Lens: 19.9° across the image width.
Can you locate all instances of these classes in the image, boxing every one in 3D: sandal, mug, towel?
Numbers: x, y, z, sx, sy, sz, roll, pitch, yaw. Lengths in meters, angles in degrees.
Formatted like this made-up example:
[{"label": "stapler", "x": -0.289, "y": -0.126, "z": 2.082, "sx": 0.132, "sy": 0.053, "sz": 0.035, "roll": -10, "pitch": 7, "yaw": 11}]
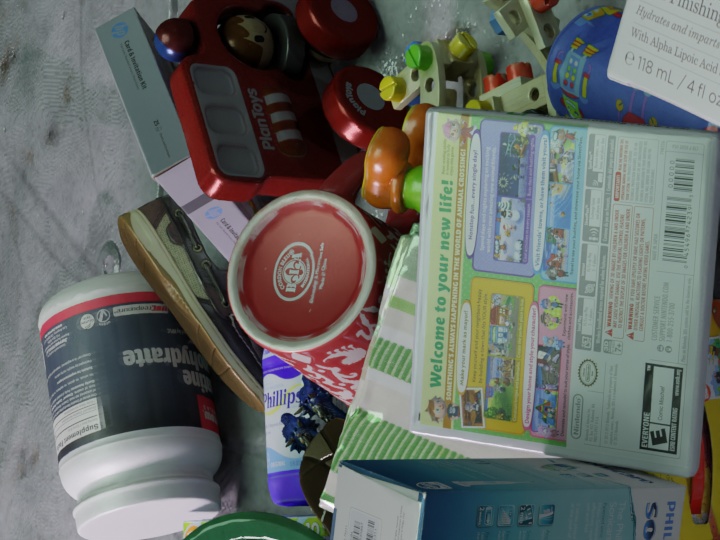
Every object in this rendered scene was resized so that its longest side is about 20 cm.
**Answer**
[{"label": "sandal", "x": 0.012, "y": 0.185, "z": 1.398, "sx": 0.082, "sy": 0.054, "sz": 0.201, "roll": -45, "pitch": 41, "yaw": 15}, {"label": "mug", "x": -0.009, "y": 0.008, "z": 1.403, "sx": 0.133, "sy": 0.200, "sz": 0.179, "roll": -28, "pitch": 66, "yaw": 14}, {"label": "towel", "x": 0.066, "y": 0.088, "z": 1.287, "sx": 0.151, "sy": 0.023, "sz": 0.202, "roll": 23, "pitch": 109, "yaw": 15}]

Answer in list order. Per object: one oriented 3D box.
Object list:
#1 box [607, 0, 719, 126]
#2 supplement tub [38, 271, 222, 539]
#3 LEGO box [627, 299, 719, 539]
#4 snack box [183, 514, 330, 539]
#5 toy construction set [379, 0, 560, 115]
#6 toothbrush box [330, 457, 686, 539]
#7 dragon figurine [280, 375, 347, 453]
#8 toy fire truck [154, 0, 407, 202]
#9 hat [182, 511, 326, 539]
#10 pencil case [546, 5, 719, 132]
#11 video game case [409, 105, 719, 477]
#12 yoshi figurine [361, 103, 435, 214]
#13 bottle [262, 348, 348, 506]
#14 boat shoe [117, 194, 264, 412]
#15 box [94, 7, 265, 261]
[{"label": "box", "x": 0.272, "y": -0.124, "z": 1.060, "sx": 0.199, "sy": 0.199, "sz": 0.132, "roll": 34, "pitch": 115, "yaw": 50}, {"label": "supplement tub", "x": -0.193, "y": 0.115, "z": 1.739, "sx": 0.140, "sy": 0.139, "sz": 0.202, "roll": -34, "pitch": 61, "yaw": 48}, {"label": "LEGO box", "x": 0.162, "y": 0.124, "z": 1.297, "sx": 0.148, "sy": 0.077, "sz": 0.202, "roll": -10, "pitch": 79, "yaw": 54}, {"label": "snack box", "x": -0.067, "y": 0.266, "z": 1.626, "sx": 0.199, "sy": 0.053, "sz": 0.144, "roll": -12, "pitch": 77, "yaw": 52}, {"label": "toy construction set", "x": 0.093, "y": -0.130, "z": 1.413, "sx": 0.200, "sy": 0.091, "sz": 0.132, "roll": 144, "pitch": 122, "yaw": -60}, {"label": "toothbrush box", "x": 0.081, "y": 0.185, "z": 1.170, "sx": 0.085, "sy": 0.198, "sz": 0.148, "roll": 14, "pitch": 100, "yaw": 54}, {"label": "dragon figurine", "x": 0.014, "y": 0.154, "z": 1.482, "sx": 0.201, "sy": 0.099, "sz": 0.059, "roll": 57, "pitch": 131, "yaw": 40}, {"label": "toy fire truck", "x": -0.071, "y": -0.140, "z": 1.565, "sx": 0.112, "sy": 0.167, "sz": 0.201, "roll": -45, "pitch": 53, "yaw": 42}, {"label": "hat", "x": -0.054, "y": 0.229, "z": 1.555, "sx": 0.199, "sy": 0.176, "sz": 0.167, "roll": 27, "pitch": 110, "yaw": 9}, {"label": "pencil case", "x": 0.200, "y": -0.103, "z": 1.262, "sx": 0.200, "sy": 0.087, "sz": 0.078, "roll": 34, "pitch": 153, "yaw": 51}, {"label": "video game case", "x": 0.119, "y": 0.010, "z": 1.217, "sx": 0.180, "sy": 0.022, "sz": 0.202, "roll": 7, "pitch": 101, "yaw": 23}, {"label": "yoshi figurine", "x": 0.107, "y": -0.054, "z": 1.292, "sx": 0.199, "sy": 0.112, "sz": 0.113, "roll": 24, "pitch": 78, "yaw": 17}, {"label": "bottle", "x": -0.038, "y": 0.079, "z": 1.589, "sx": 0.083, "sy": 0.065, "sz": 0.202, "roll": -15, "pitch": 75, "yaw": 55}, {"label": "boat shoe", "x": -0.121, "y": 0.022, "z": 1.682, "sx": 0.201, "sy": 0.065, "sz": 0.073, "roll": 54, "pitch": 165, "yaw": 5}, {"label": "box", "x": -0.131, "y": -0.094, "z": 1.637, "sx": 0.041, "sy": 0.200, "sz": 0.157, "roll": -27, "pitch": 57, "yaw": 6}]
